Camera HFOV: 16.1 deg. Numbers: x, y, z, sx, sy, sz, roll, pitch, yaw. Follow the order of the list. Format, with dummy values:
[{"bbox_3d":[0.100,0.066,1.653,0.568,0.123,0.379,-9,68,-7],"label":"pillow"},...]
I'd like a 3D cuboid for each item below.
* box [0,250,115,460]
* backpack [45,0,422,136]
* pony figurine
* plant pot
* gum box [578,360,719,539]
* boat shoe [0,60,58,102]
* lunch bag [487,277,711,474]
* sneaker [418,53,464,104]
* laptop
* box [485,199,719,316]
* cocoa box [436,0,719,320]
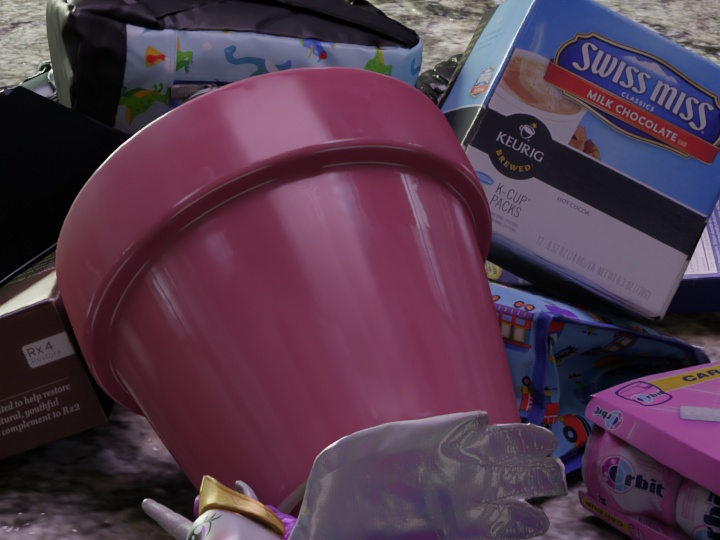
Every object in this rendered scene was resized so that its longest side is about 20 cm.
[{"bbox_3d":[-0.167,0.024,1.289,0.100,0.075,0.200,-19,16,12],"label":"box"},{"bbox_3d":[-0.065,-0.105,1.403,0.200,0.154,0.163,-9,14,-10],"label":"backpack"},{"bbox_3d":[-0.016,0.144,0.958,0.193,0.167,0.200,2,34,16],"label":"pony figurine"},{"bbox_3d":[-0.016,0.039,1.142,0.200,0.200,0.179,-6,52,-27],"label":"plant pot"},{"bbox_3d":[0.211,0.091,1.231,0.200,0.066,0.113,-11,26,-36],"label":"gum box"},{"bbox_3d":[-0.202,-0.130,1.770,0.200,0.062,0.073,-11,25,-37],"label":"boat shoe"},{"bbox_3d":[0.083,0.040,1.338,0.150,0.094,0.200,15,13,34],"label":"lunch bag"},{"bbox_3d":[0.041,-0.095,1.580,0.099,0.071,0.200,-29,4,2],"label":"sneaker"},{"bbox_3d":[-0.219,-0.008,1.317,0.103,0.200,0.177,50,54,4],"label":"laptop"},{"bbox_3d":[0.151,-0.023,1.510,0.200,0.032,0.121,-2,43,-3],"label":"box"},{"bbox_3d":[0.110,-0.063,1.354,0.133,0.131,0.200,27,-2,-6],"label":"cocoa box"}]
